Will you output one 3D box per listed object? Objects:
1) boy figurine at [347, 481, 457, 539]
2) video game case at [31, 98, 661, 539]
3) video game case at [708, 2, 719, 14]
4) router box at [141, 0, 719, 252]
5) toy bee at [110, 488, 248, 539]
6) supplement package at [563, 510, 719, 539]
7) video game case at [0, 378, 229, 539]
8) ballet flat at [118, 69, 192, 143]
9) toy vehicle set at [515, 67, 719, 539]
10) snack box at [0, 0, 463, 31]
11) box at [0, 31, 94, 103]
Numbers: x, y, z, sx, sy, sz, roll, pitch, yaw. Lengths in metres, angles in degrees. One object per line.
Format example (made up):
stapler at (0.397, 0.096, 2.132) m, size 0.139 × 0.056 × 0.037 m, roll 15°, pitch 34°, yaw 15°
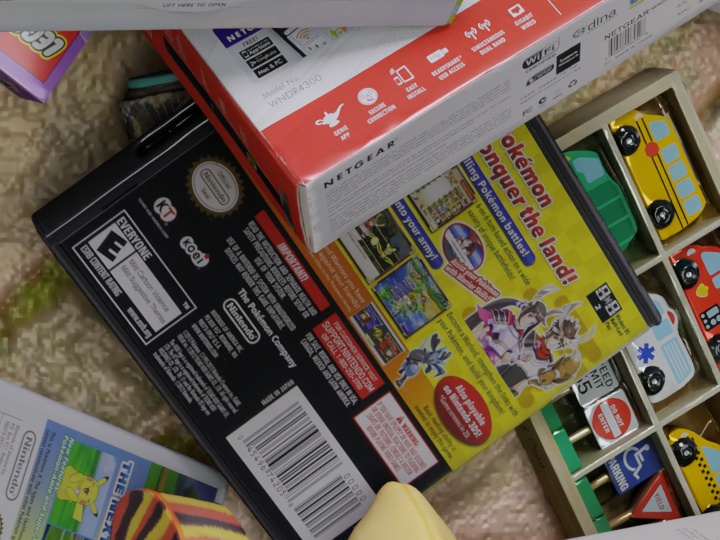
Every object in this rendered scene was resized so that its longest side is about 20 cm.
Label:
boy figurine at (0.007, 0.183, 1.100) m, size 0.124 × 0.064 × 0.201 m, roll 9°, pitch 108°, yaw -25°
video game case at (0.000, 0.000, 1.063) m, size 0.180 × 0.026 × 0.200 m, roll -36°, pitch 123°, yaw -1°
video game case at (0.110, -0.187, 1.102) m, size 0.199 × 0.018 × 0.144 m, roll 20°, pitch 65°, yaw -23°
router box at (0.013, -0.130, 0.982) m, size 0.199 × 0.049 × 0.180 m, roll -32°, pitch 64°, yaw -13°
toy bee at (-0.061, 0.184, 1.013) m, size 0.130 × 0.108 × 0.201 m, roll -11°, pitch 96°, yaw -34°
supplement package at (0.121, 0.179, 1.073) m, size 0.199 × 0.117 × 0.118 m, roll -1°, pitch 125°, yaw -53°
video game case at (-0.143, 0.145, 1.025) m, size 0.182 × 0.022 × 0.201 m, roll 27°, pitch 75°, yaw -44°
ballet flat at (0.006, -0.068, 1.080) m, size 0.199 × 0.072 × 0.073 m, roll -17°, pitch 103°, yaw -12°
toy vehicle set at (0.117, 0.031, 1.160) m, size 0.124 × 0.026 × 0.201 m, roll -31°, pitch 107°, yaw -15°
snack box at (-0.069, -0.148, 0.901) m, size 0.199 × 0.053 × 0.143 m, roll -3°, pitch 57°, yaw -24°
box at (-0.159, -0.176, 1.017) m, size 0.200 × 0.039 × 0.137 m, roll 38°, pitch 82°, yaw -22°
